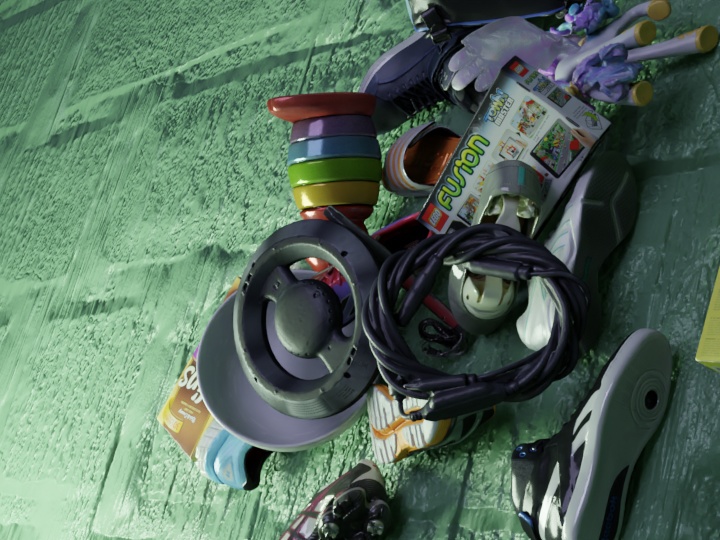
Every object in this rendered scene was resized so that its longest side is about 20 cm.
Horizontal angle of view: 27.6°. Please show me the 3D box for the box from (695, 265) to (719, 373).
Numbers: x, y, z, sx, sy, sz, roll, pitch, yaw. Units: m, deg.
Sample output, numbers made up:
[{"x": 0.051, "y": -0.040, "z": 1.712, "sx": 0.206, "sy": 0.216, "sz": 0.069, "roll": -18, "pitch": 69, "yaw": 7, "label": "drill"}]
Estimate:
[{"x": 0.325, "y": -0.009, "z": 1.149, "sx": 0.050, "sy": 0.075, "sz": 0.201, "roll": 0, "pitch": 66, "yaw": 53, "label": "box"}]

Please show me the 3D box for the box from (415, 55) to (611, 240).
[{"x": 0.139, "y": -0.090, "z": 1.370, "sx": 0.035, "sy": 0.110, "sz": 0.200, "roll": -44, "pitch": -12, "yaw": -46, "label": "box"}]

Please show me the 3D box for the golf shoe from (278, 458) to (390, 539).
[{"x": -0.041, "y": 0.271, "z": 1.461, "sx": 0.200, "sy": 0.077, "sz": 0.088, "roll": -43, "pitch": 18, "yaw": 22, "label": "golf shoe"}]

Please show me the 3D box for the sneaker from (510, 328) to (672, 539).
[{"x": 0.182, "y": 0.136, "z": 1.236, "sx": 0.112, "sy": 0.073, "sz": 0.201, "roll": 11, "pitch": 77, "yaw": 54, "label": "sneaker"}]

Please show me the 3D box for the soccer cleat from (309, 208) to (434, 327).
[{"x": 0.000, "y": 0.000, "z": 1.510, "sx": 0.199, "sy": 0.073, "sz": 0.068, "roll": -30, "pitch": 64, "yaw": 0, "label": "soccer cleat"}]

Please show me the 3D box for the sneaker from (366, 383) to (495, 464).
[{"x": 0.061, "y": 0.141, "z": 1.404, "sx": 0.200, "sy": 0.077, "sz": 0.079, "roll": 165, "pitch": 96, "yaw": -68, "label": "sneaker"}]

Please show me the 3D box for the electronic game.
[{"x": -0.051, "y": 0.048, "z": 1.471, "sx": 0.199, "sy": 0.042, "sz": 0.201, "roll": -4, "pitch": 83, "yaw": 37, "label": "electronic game"}]

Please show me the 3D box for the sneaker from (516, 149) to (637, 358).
[{"x": 0.191, "y": -0.018, "z": 1.340, "sx": 0.080, "sy": 0.070, "sz": 0.201, "roll": 4, "pitch": 71, "yaw": 57, "label": "sneaker"}]

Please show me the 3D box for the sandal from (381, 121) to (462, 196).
[{"x": 0.079, "y": -0.125, "z": 1.574, "sx": 0.206, "sy": 0.059, "sz": 0.080, "roll": 5, "pitch": 71, "yaw": 55, "label": "sandal"}]

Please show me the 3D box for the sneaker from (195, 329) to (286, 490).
[{"x": -0.096, "y": 0.155, "z": 1.620, "sx": 0.090, "sy": 0.078, "sz": 0.201, "roll": 26, "pitch": 87, "yaw": 34, "label": "sneaker"}]

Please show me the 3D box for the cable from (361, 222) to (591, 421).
[{"x": 0.104, "y": 0.040, "z": 1.291, "sx": 0.199, "sy": 0.051, "sz": 0.164, "roll": -19, "pitch": 70, "yaw": 13, "label": "cable"}]

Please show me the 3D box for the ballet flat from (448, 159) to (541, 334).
[{"x": 0.122, "y": -0.007, "z": 1.357, "sx": 0.064, "sy": 0.067, "sz": 0.201, "roll": -87, "pitch": 7, "yaw": -54, "label": "ballet flat"}]

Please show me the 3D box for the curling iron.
[{"x": 0.032, "y": 0.010, "z": 1.458, "sx": 0.050, "sy": 0.026, "sz": 0.200, "roll": -42, "pitch": 81, "yaw": 6, "label": "curling iron"}]

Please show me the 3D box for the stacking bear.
[{"x": -0.030, "y": -0.089, "z": 1.621, "sx": 0.113, "sy": 0.121, "sz": 0.201, "roll": -4, "pitch": 88, "yaw": 16, "label": "stacking bear"}]

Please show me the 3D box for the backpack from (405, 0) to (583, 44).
[{"x": 0.130, "y": -0.340, "z": 1.527, "sx": 0.182, "sy": 0.148, "sz": 0.200, "roll": -9, "pitch": 22, "yaw": 7, "label": "backpack"}]

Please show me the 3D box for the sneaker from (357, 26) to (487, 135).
[{"x": 0.075, "y": -0.197, "z": 1.614, "sx": 0.202, "sy": 0.077, "sz": 0.147, "roll": -45, "pitch": 35, "yaw": 23, "label": "sneaker"}]

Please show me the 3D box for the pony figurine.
[{"x": 0.208, "y": -0.186, "z": 1.390, "sx": 0.193, "sy": 0.167, "sz": 0.200, "roll": -40, "pitch": 20, "yaw": -27, "label": "pony figurine"}]

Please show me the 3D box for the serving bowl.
[{"x": -0.070, "y": 0.103, "z": 1.553, "sx": 0.199, "sy": 0.066, "sz": 0.201, "roll": -4, "pitch": 63, "yaw": 8, "label": "serving bowl"}]

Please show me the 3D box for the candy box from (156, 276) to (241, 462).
[{"x": -0.151, "y": 0.120, "z": 1.714, "sx": 0.201, "sy": 0.056, "sz": 0.117, "roll": -61, "pitch": 34, "yaw": 4, "label": "candy box"}]
